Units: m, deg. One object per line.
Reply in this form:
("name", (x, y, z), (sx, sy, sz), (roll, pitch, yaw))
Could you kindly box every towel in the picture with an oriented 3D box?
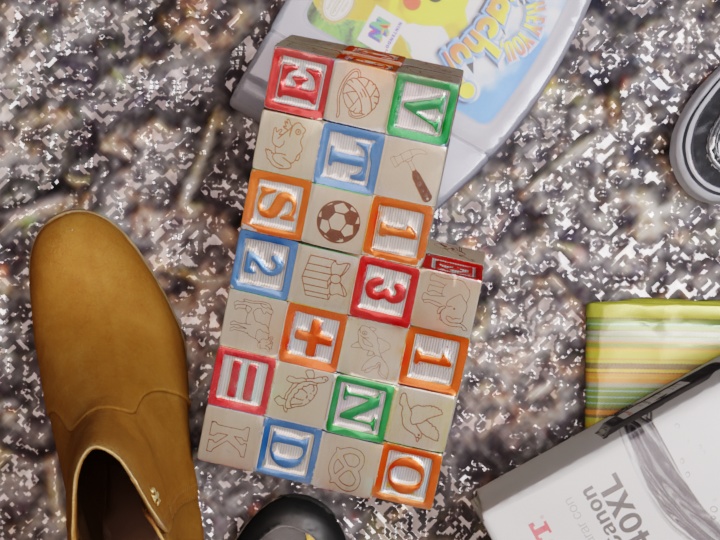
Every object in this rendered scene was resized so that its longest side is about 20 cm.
("towel", (0.153, 0.114, 0.878), (0.086, 0.018, 0.201), (1, 91, 3))

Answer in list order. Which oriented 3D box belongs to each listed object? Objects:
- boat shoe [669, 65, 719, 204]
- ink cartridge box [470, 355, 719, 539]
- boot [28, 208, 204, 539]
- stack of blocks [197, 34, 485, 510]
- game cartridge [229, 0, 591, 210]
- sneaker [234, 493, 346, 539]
("boat shoe", (0.242, -0.097, 0.848), (0.200, 0.068, 0.072), (-28, 91, 0))
("ink cartridge box", (0.172, 0.125, 0.826), (0.200, 0.083, 0.146), (-29, 90, 2))
("boot", (-0.113, 0.067, 0.809), (0.071, 0.144, 0.202), (-16, 91, -1))
("stack of blocks", (0.000, 0.000, 0.829), (0.115, 0.059, 0.201), (12, 103, 3))
("game cartridge", (0.041, -0.135, 0.863), (0.133, 0.040, 0.200), (29, 91, -5))
("sneaker", (-0.056, 0.207, 0.838), (0.070, 0.090, 0.201), (23, 91, -1))
